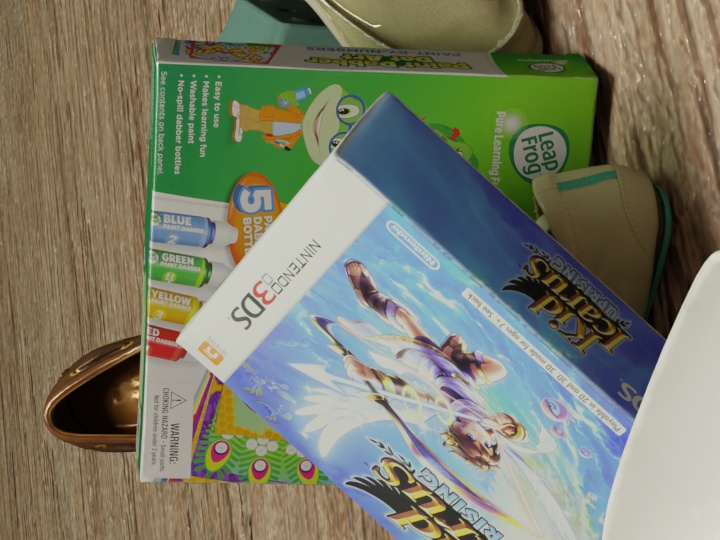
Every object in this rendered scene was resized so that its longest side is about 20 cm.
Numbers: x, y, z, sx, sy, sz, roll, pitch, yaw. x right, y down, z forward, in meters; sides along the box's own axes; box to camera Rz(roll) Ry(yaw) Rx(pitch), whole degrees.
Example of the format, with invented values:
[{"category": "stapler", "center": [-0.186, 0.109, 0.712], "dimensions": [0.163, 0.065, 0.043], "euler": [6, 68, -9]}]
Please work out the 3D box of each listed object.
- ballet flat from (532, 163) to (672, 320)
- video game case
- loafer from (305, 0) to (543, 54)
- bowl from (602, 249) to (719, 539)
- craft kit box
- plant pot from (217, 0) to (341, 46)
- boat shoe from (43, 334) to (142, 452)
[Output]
[{"category": "ballet flat", "center": [0.086, 0.047, 1.010], "dimensions": [0.070, 0.069, 0.201], "euler": [-125, 37, -60]}, {"category": "video game case", "center": [0.038, 0.047, 0.949], "dimensions": [0.200, 0.045, 0.181], "euler": [42, 146, -1]}, {"category": "loafer", "center": [0.003, -0.150, 1.118], "dimensions": [0.200, 0.076, 0.068], "euler": [38, 168, 27]}, {"category": "bowl", "center": [0.156, 0.113, 0.766], "dimensions": [0.200, 0.074, 0.201], "euler": [102, 159, -48]}, {"category": "craft kit box", "center": [0.000, 0.000, 1.058], "dimensions": [0.049, 0.196, 0.201], "euler": [-114, 26, -68]}, {"category": "plant pot", "center": [-0.021, -0.037, 1.240], "dimensions": [0.141, 0.141, 0.201], "euler": [-138, 53, -66]}, {"category": "boat shoe", "center": [-0.064, 0.051, 1.133], "dimensions": [0.068, 0.199, 0.072], "euler": [-19, -88, -67]}]
